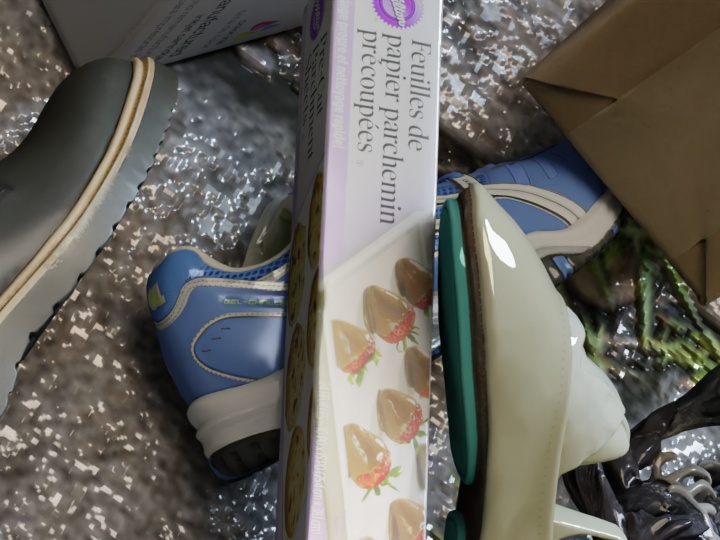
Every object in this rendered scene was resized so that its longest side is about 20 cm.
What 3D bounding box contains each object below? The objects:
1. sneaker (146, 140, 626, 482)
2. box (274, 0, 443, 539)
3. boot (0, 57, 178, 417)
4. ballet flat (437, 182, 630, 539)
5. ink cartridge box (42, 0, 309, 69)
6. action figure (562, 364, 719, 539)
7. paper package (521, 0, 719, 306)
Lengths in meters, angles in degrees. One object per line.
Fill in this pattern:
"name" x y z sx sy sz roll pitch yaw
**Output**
"sneaker" 0.014 -0.006 0.917 0.200 0.076 0.077 -30 88 -38
"box" 0.000 0.000 0.852 0.039 0.041 0.200 10 66 -16
"boot" -0.152 -0.019 0.834 0.138 0.077 0.200 33 53 -6
"ballet flat" 0.054 0.069 0.858 0.069 0.069 0.200 -10 111 -33
"ink cartridge box" -0.003 -0.151 0.937 0.200 0.145 0.084 -19 78 -36
"action figure" 0.145 0.078 0.937 0.200 0.102 0.119 -33 96 -38
"paper package" 0.179 -0.105 0.956 0.104 0.191 0.200 51 32 -3
